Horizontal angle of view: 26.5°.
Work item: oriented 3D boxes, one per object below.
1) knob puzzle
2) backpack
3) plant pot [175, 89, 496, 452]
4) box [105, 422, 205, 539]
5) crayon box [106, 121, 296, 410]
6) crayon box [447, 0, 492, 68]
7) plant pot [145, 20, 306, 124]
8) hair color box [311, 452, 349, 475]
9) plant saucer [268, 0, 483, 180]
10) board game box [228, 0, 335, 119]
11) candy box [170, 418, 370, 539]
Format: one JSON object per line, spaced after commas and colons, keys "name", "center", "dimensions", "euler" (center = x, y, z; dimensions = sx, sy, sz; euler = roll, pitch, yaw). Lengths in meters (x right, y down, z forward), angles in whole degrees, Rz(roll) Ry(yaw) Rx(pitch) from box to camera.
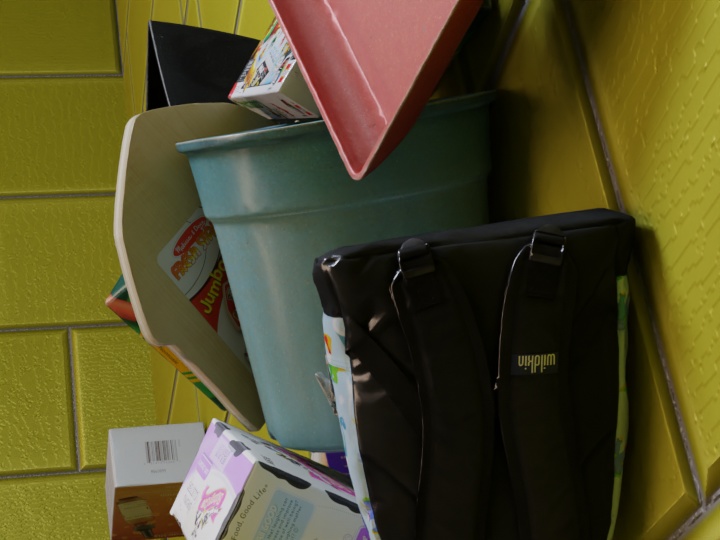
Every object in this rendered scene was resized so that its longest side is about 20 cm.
{"name": "knob puzzle", "center": [-0.091, -0.023, 1.009], "dimensions": [0.030, 0.220, 0.220], "euler": [-14, 78, 47]}
{"name": "backpack", "center": [0.063, 0.078, 0.779], "dimensions": [0.154, 0.163, 0.200], "euler": [171, 89, -85]}
{"name": "plant pot", "center": [0.000, 0.000, 0.949], "dimensions": [0.200, 0.200, 0.196], "euler": [-160, 60, -76]}
{"name": "box", "center": [-0.325, 0.339, 2.433], "dimensions": [0.200, 0.152, 0.106], "euler": [105, 158, -53]}
{"name": "crayon box", "center": [-0.076, -0.001, 1.134], "dimensions": [0.200, 0.127, 0.051], "euler": [-40, 15, 25]}
{"name": "crayon box", "center": [0.032, -0.197, 1.038], "dimensions": [0.200, 0.051, 0.127], "euler": [135, 131, -71]}
{"name": "plant pot", "center": [-0.082, -0.080, 1.274], "dimensions": [0.200, 0.177, 0.200], "euler": [-113, 24, -53]}
{"name": "hair color box", "center": [0.005, 0.224, 1.213], "dimensions": [0.200, 0.065, 0.109], "euler": [-109, 21, -46]}
{"name": "plant saucer", "center": [0.015, -0.184, 0.805], "dimensions": [0.200, 0.037, 0.200], "euler": [-59, 43, 41]}
{"name": "board game box", "center": [-0.027, -0.159, 0.986], "dimensions": [0.126, 0.035, 0.200], "euler": [-60, 14, -3]}
{"name": "candy box", "center": [-0.004, 0.170, 0.925], "dimensions": [0.072, 0.200, 0.168], "euler": [-65, 14, -3]}
